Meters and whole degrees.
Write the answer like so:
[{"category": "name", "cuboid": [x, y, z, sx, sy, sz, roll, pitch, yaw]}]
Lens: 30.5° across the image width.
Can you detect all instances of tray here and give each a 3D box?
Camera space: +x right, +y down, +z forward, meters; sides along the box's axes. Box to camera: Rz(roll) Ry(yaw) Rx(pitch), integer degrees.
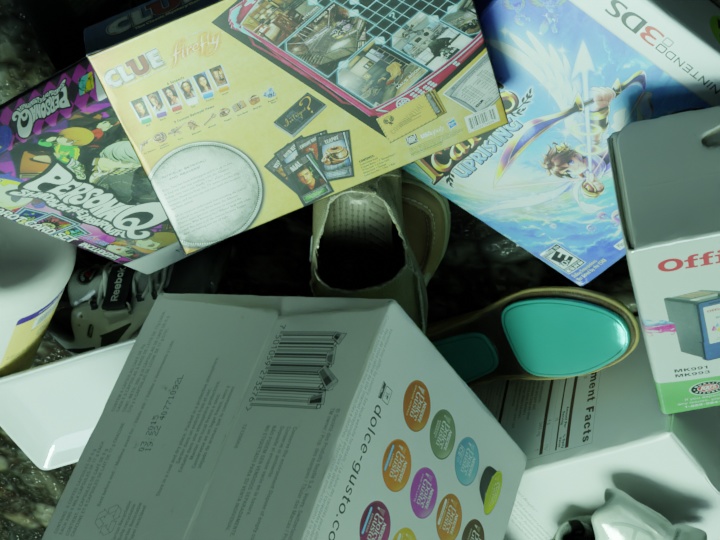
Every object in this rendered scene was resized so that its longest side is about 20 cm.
[{"category": "tray", "cuboid": [-0.171, 0.086, 0.964, 0.198, 0.022, 0.108, -17, 133, 12]}]

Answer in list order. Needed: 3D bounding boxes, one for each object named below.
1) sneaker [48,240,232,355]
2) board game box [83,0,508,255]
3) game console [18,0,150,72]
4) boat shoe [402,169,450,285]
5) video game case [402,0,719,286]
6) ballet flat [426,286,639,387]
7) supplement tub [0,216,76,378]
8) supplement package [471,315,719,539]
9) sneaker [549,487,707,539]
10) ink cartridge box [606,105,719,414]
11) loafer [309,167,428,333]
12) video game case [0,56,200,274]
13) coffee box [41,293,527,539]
[{"category": "sneaker", "cuboid": [-0.172, 0.024, 0.990, 0.088, 0.075, 0.199, 34, 135, -21]}, {"category": "board game box", "cuboid": [-0.031, -0.105, 0.714, 0.198, 0.035, 0.136, -22, 126, 1]}, {"category": "game console", "cuboid": [-0.090, -0.169, 0.804, 0.199, 0.116, 0.177, -28, 91, 38]}, {"category": "boat shoe", "cuboid": [0.013, 0.016, 0.926, 0.073, 0.067, 0.201, 17, 138, 0]}, {"category": "video game case", "cuboid": [0.127, -0.096, 0.789, 0.180, 0.046, 0.200, 32, 136, -14]}, {"category": "ballet flat", "cuboid": [0.109, 0.042, 0.927, 0.198, 0.063, 0.069, -13, 106, 35]}, {"category": "supplement tub", "cuboid": [-0.300, 0.020, 0.976, 0.144, 0.146, 0.200, 26, 137, -10]}, {"category": "supplement package", "cuboid": [0.169, 0.129, 0.953, 0.198, 0.121, 0.121, -21, 125, 35]}, {"category": "sneaker", "cuboid": [0.155, 0.214, 0.914, 0.081, 0.075, 0.201, 34, 135, 0]}, {"category": "ink cartridge box", "cuboid": [0.229, -0.006, 0.769, 0.143, 0.088, 0.201, -11, 144, 12]}, {"category": "loafer", "cuboid": [0.000, 0.000, 0.833, 0.075, 0.068, 0.202, -4, 127, 11]}, {"category": "video game case", "cuboid": [-0.134, -0.067, 0.836, 0.180, 0.036, 0.199, -22, 153, 26]}, {"category": "coffee box", "cuboid": [-0.042, 0.151, 0.836, 0.198, 0.201, 0.198, 0, 145, 37]}]
